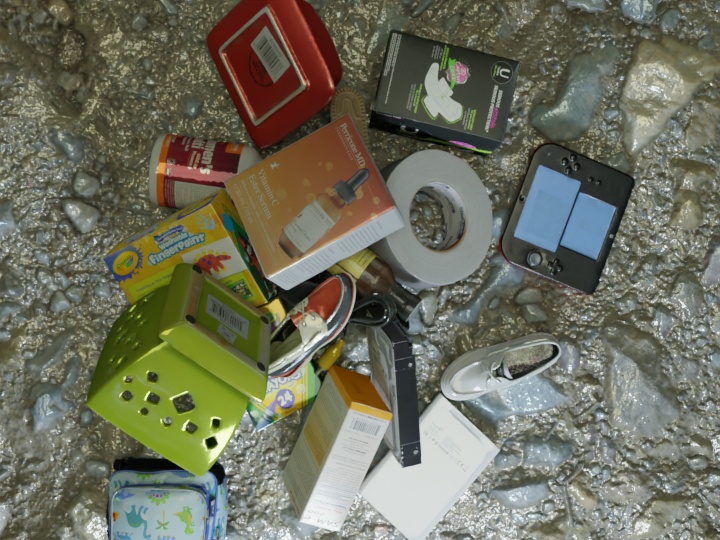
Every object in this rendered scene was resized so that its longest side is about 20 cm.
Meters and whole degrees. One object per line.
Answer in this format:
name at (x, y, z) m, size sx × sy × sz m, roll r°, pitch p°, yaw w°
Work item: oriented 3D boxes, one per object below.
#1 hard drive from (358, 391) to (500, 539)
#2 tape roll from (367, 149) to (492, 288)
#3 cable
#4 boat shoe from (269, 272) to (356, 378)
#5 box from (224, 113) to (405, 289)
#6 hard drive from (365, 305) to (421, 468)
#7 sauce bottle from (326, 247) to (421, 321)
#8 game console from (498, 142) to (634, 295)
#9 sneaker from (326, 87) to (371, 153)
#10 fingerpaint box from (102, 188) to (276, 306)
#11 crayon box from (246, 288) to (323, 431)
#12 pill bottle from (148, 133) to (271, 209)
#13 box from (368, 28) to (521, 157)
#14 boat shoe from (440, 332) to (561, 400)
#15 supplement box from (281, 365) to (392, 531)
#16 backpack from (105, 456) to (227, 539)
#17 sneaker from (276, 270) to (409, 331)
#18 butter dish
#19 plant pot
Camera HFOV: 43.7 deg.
hard drive at (0.107, 0.313, 1.415) m, size 0.132 × 0.025 × 0.200 m, roll 42°, pitch 89°, yaw -1°
tape roll at (0.102, -0.077, 1.356) m, size 0.197 × 0.066 × 0.204 m, roll 4°, pitch 82°, yaw -26°
cable at (-0.022, 0.072, 1.318) m, size 0.199 × 0.050 × 0.098 m, roll -34°, pitch 66°, yaw 34°
boat shoe at (-0.081, 0.080, 1.295) m, size 0.201 × 0.062 × 0.072 m, roll -50°, pitch 50°, yaw 23°
box at (-0.061, -0.092, 1.242) m, size 0.198 × 0.106 × 0.154 m, roll -29°, pitch 76°, yaw 4°
hard drive at (0.048, 0.169, 1.327) m, size 0.037 × 0.140 × 0.203 m, roll -9°, pitch 111°, yaw -13°
sauce bottle at (0.000, 0.000, 1.313) m, size 0.199 × 0.065 × 0.065 m, roll 39°, pitch 89°, yaw 6°
game console at (0.324, -0.084, 1.419) m, size 0.174 × 0.031 × 0.203 m, roll 21°, pitch 90°, yaw -1°
sneaker at (-0.019, -0.162, 1.362) m, size 0.069 × 0.109 × 0.204 m, roll -1°, pitch 80°, yaw -6°
fingerpaint box at (-0.251, 0.000, 1.333) m, size 0.198 × 0.074 × 0.168 m, roll -24°, pitch 107°, yaw 19°
crayon box at (-0.149, 0.129, 1.395) m, size 0.124 × 0.052 × 0.202 m, roll -28°, pitch 90°, yaw -2°
pill bottle at (-0.214, -0.140, 1.363) m, size 0.196 × 0.110 × 0.112 m, roll 8°, pitch 90°, yaw -2°
box at (0.123, -0.262, 1.353) m, size 0.197 × 0.149 × 0.126 m, roll 14°, pitch 88°, yaw -1°
boat shoe at (0.220, 0.152, 1.397) m, size 0.197 × 0.069 × 0.073 m, roll -15°, pitch 91°, yaw -2°
supplement box at (-0.038, 0.263, 1.337) m, size 0.073 × 0.126 × 0.202 m, roll 19°, pitch 103°, yaw -23°
backpack at (-0.293, 0.394, 1.344) m, size 0.180 × 0.147 × 0.204 m, roll 0°, pitch 93°, yaw 1°
sneaker at (-0.025, 0.056, 1.394) m, size 0.199 × 0.060 × 0.104 m, roll 38°, pitch 116°, yaw -22°
butter dish at (-0.105, -0.318, 1.357) m, size 0.198 × 0.147 × 0.202 m, roll -26°, pitch 90°, yaw 43°
plant pot at (-0.233, 0.122, 1.238) m, size 0.199 × 0.200 × 0.181 m, roll 37°, pitch 113°, yaw -22°
